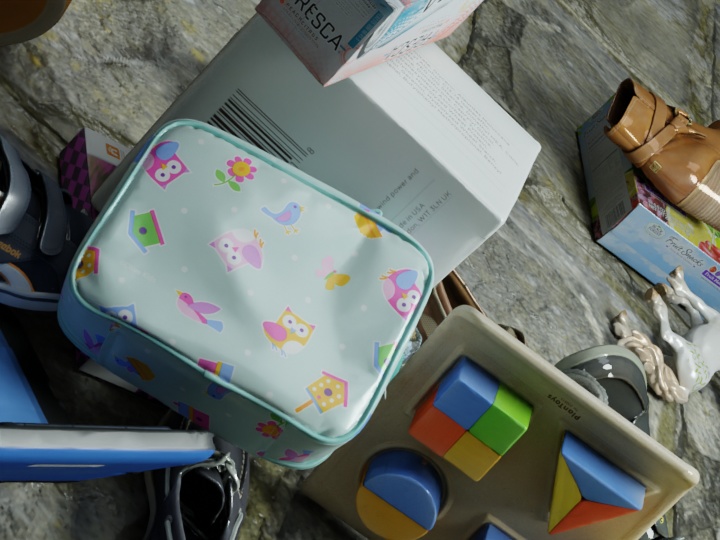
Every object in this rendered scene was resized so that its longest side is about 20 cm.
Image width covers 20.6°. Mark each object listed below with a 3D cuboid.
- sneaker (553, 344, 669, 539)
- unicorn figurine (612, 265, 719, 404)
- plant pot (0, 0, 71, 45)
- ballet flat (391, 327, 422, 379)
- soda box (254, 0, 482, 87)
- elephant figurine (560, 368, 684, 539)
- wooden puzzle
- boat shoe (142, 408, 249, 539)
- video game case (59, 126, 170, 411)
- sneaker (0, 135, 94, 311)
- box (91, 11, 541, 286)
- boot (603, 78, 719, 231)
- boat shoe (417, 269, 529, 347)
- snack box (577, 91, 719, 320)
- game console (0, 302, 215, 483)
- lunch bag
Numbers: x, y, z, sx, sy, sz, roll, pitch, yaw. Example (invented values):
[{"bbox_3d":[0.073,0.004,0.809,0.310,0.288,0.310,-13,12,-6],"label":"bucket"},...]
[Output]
[{"bbox_3d":[0.196,0.141,1.482,0.200,0.075,0.106,66,8,-53],"label":"sneaker"},{"bbox_3d":[0.319,0.063,1.826,0.200,0.074,0.137,-36,82,-30],"label":"unicorn figurine"},{"bbox_3d":[-0.242,-0.259,1.329,0.200,0.200,0.184,31,48,-31],"label":"plant pot"},{"bbox_3d":[0.000,0.000,1.447,0.074,0.074,0.200,19,38,-44],"label":"ballet flat"},{"bbox_3d":[0.019,-0.170,1.188,0.064,0.068,0.200,48,29,5],"label":"soda box"},{"bbox_3d":[0.117,0.131,1.378,0.155,0.142,0.200,29,36,-22],"label":"elephant figurine"},{"bbox_3d":[0.081,0.140,1.233,0.185,0.200,0.046,36,34,-7],"label":"wooden puzzle"},{"bbox_3d":[-0.087,0.135,1.148,0.073,0.063,0.200,38,34,-20],"label":"boat shoe"},{"bbox_3d":[-0.112,0.015,1.308,0.181,0.036,0.200,27,34,-33],"label":"video game case"},{"bbox_3d":[-0.213,-0.034,1.147,0.200,0.079,0.079,13,39,-36],"label":"sneaker"},{"bbox_3d":[-0.027,-0.062,1.272,0.200,0.199,0.131,42,30,-7],"label":"box"},{"bbox_3d":[0.311,-0.132,1.953,0.155,0.077,0.200,37,36,-8],"label":"boot"},{"bbox_3d":[0.092,0.074,1.489,0.200,0.072,0.076,49,27,-6],"label":"boat shoe"},{"bbox_3d":[0.305,-0.064,1.990,0.168,0.068,0.200,34,29,-25],"label":"snack box"},{"bbox_3d":[-0.203,0.052,1.049,0.200,0.170,0.119,7,75,-52],"label":"game console"},{"bbox_3d":[-0.062,0.012,1.156,0.200,0.077,0.161,30,61,-4],"label":"lunch bag"}]
